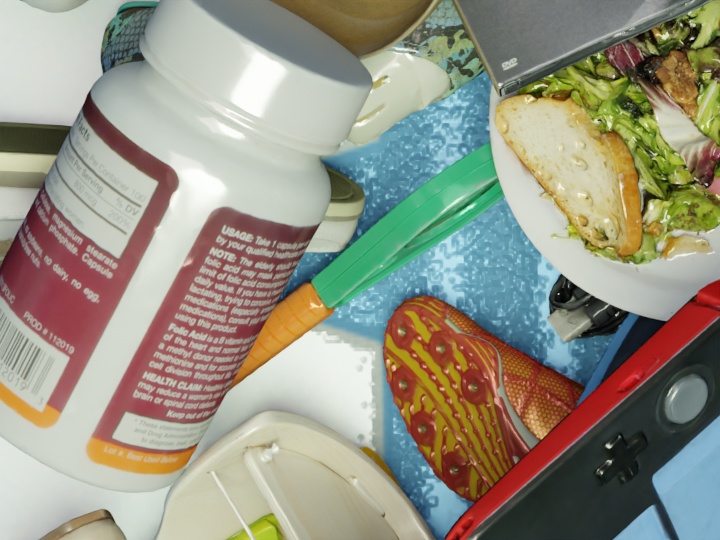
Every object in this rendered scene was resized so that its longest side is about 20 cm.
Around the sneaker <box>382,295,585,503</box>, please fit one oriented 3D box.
[{"bbox_3d":[0.092,0.083,1.124,0.200,0.077,0.073,41,127,15],"label":"sneaker"}]

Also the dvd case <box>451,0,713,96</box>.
[{"bbox_3d":[0.086,-0.191,1.049,0.148,0.016,0.201,-24,71,-1],"label":"dvd case"}]

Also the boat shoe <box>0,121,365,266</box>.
[{"bbox_3d":[-0.099,-0.024,1.132,0.199,0.075,0.069,7,109,2],"label":"boat shoe"}]

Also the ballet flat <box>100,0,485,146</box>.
[{"bbox_3d":[-0.022,-0.087,1.120,0.199,0.074,0.075,-2,90,11],"label":"ballet flat"}]

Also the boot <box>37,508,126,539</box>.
[{"bbox_3d":[-0.122,0.207,1.081,0.070,0.200,0.147,-15,69,-26],"label":"boot"}]

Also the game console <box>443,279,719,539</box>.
[{"bbox_3d":[0.129,0.114,0.980,0.177,0.200,0.031,-42,43,-16],"label":"game console"}]

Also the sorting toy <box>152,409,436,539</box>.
[{"bbox_3d":[-0.041,0.186,1.114,0.180,0.107,0.201,-34,83,22],"label":"sorting toy"}]

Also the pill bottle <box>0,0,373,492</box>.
[{"bbox_3d":[-0.082,-0.017,1.035,0.114,0.114,0.201,31,106,3],"label":"pill bottle"}]

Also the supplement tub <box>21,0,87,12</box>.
[{"bbox_3d":[-0.189,-0.219,1.095,0.199,0.145,0.145,27,91,3],"label":"supplement tub"}]

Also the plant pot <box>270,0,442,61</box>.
[{"bbox_3d":[-0.004,-0.191,1.044,0.027,0.200,0.201,-10,89,-36],"label":"plant pot"}]

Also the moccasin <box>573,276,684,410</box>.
[{"bbox_3d":[0.131,0.060,1.031,0.068,0.081,0.200,25,57,12],"label":"moccasin"}]

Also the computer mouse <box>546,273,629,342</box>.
[{"bbox_3d":[0.191,0.049,1.119,0.138,0.053,0.200,-37,88,1],"label":"computer mouse"}]

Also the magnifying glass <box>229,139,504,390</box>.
[{"bbox_3d":[0.000,0.000,1.126,0.200,0.080,0.022,-35,82,13],"label":"magnifying glass"}]

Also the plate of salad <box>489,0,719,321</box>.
[{"bbox_3d":[0.150,-0.077,1.037,0.199,0.048,0.201,-5,73,16],"label":"plate of salad"}]
